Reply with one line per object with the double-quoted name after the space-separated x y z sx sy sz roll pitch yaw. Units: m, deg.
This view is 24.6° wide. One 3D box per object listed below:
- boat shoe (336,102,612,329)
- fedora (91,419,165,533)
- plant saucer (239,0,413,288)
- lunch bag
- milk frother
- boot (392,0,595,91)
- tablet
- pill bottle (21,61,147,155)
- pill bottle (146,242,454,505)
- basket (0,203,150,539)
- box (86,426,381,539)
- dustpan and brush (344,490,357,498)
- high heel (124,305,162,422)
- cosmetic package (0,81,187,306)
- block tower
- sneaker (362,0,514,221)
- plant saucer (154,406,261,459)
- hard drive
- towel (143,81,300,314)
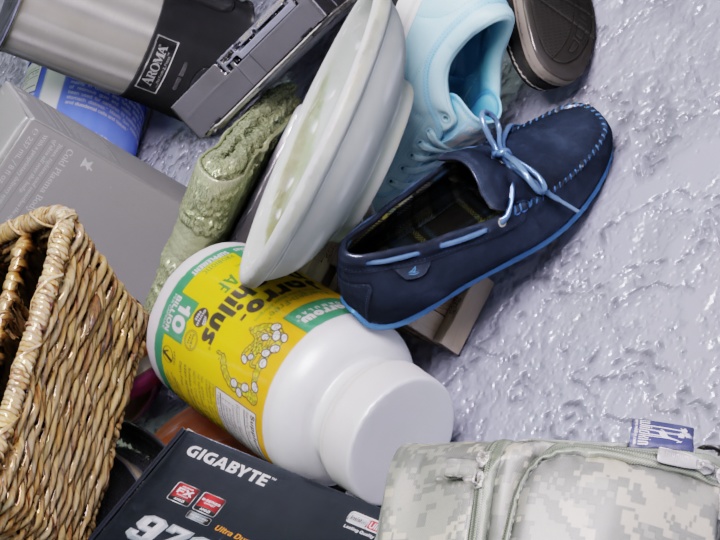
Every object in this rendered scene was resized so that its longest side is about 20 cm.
0.074 -0.040 0.981 0.200 0.069 0.084 -41 52 -18 "boat shoe"
-0.210 0.163 1.094 0.200 0.092 0.201 -13 53 17 "fedora"
-0.012 -0.074 0.999 0.201 0.050 0.200 -62 10 19 "plant saucer"
0.098 0.180 0.799 0.167 0.139 0.201 -3 62 30 "lunch bag"
-0.190 -0.237 1.375 0.181 0.187 0.200 -66 20 9 "milk frother"
0.076 -0.175 1.128 0.150 0.073 0.201 -36 49 35 "boot"
-0.085 -0.021 1.199 0.130 0.014 0.201 117 179 -83 "tablet"
-0.245 -0.138 1.446 0.112 0.112 0.201 -18 51 42 "pill bottle"
-0.038 0.066 1.032 0.200 0.113 0.113 30 88 44 "pill bottle"
-0.233 0.072 1.007 0.142 0.149 0.201 4 63 17 "basket"
-0.066 0.189 0.943 0.199 0.046 0.159 19 52 29 "box"
-0.038 0.197 0.991 0.139 0.057 0.200 19 45 30 "dustpan and brush"
-0.173 0.090 1.180 0.200 0.067 0.097 -125 42 -76 "high heel"
-0.212 -0.046 1.268 0.107 0.200 0.090 -55 34 8 "cosmetic package"
0.000 0.000 1.104 0.200 0.058 0.054 18 79 52 "block tower"
0.048 -0.097 1.059 0.082 0.074 0.201 46 137 40 "sneaker"
-0.110 0.184 1.117 0.200 0.037 0.201 -29 45 35 "plant saucer"
-0.051 -0.178 1.223 0.140 0.038 0.200 -41 5 26 "hard drive"
-0.099 -0.047 1.169 0.200 0.036 0.149 -65 0 -63 "towel"
